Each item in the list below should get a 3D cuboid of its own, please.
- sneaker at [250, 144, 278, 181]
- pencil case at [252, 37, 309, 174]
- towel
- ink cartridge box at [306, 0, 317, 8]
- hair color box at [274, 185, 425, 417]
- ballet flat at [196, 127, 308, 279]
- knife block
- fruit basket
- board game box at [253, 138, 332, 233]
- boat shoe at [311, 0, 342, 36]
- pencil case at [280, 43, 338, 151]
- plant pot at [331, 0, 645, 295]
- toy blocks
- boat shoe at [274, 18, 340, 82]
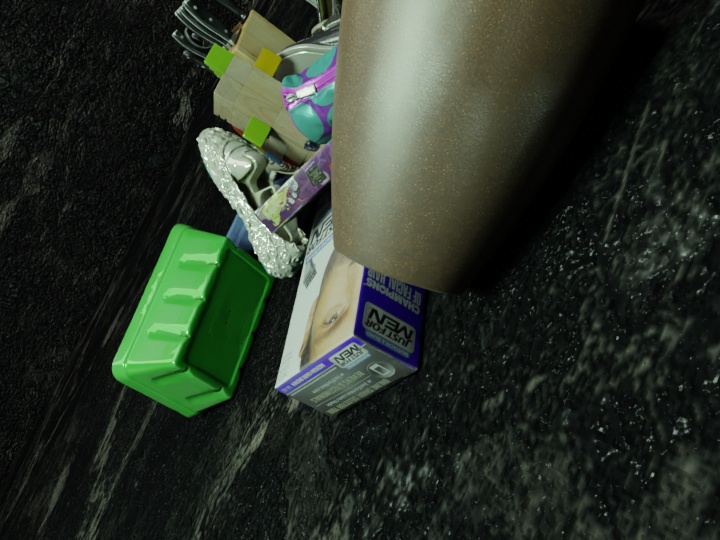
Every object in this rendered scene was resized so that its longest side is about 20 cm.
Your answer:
[{"bbox_3d":[-0.173,-0.166,1.076,0.199,0.079,0.079,-30,37,50],"label":"sneaker"},{"bbox_3d":[-0.086,-0.236,0.974,0.088,0.077,0.204,-2,61,49],"label":"pencil case"},{"bbox_3d":[-0.122,-0.064,0.895,0.199,0.048,0.114,-1,63,65],"label":"towel"},{"bbox_3d":[0.006,-0.429,0.910,0.199,0.143,0.089,-29,36,52],"label":"ink cartridge box"},{"bbox_3d":[0.000,0.000,0.550,0.109,0.064,0.204,-37,35,43],"label":"hair color box"},{"bbox_3d":[-0.112,-0.089,0.765,0.071,0.203,0.072,-30,-9,-5],"label":"ballet flat"},{"bbox_3d":[-0.130,-0.276,0.856,0.176,0.195,0.065,70,-144,-64],"label":"knife block"},{"bbox_3d":[-0.214,0.066,0.842,0.212,0.155,0.220,-25,45,28],"label":"fruit basket"},{"bbox_3d":[-0.032,-0.095,0.649,0.120,0.032,0.200,-46,5,10],"label":"board game box"},{"bbox_3d":[-0.033,-0.298,0.863,0.073,0.063,0.207,166,102,-66],"label":"boat shoe"},{"bbox_3d":[0.006,-0.202,0.688,0.197,0.091,0.087,-24,81,39],"label":"pencil case"},{"bbox_3d":[0.055,-0.097,0.432,0.187,0.182,0.205,-139,66,-66],"label":"plant pot"},{"bbox_3d":[-0.102,-0.178,0.835,0.102,0.197,0.137,-62,8,-10],"label":"toy blocks"},{"bbox_3d":[-0.021,-0.258,0.799,0.195,0.074,0.062,-9,49,29],"label":"boat shoe"}]
